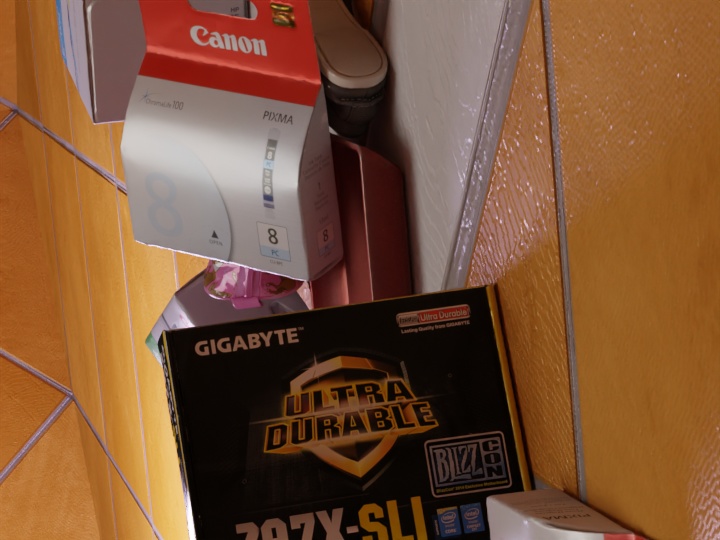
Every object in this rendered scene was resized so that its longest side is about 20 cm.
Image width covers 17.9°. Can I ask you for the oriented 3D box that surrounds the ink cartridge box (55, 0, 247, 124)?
[{"bbox_3d":[-0.191,-0.237,2.063,0.200,0.146,0.147,-123,29,-63],"label":"ink cartridge box"}]

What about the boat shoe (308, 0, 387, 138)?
[{"bbox_3d":[-0.033,-0.171,1.591,0.201,0.066,0.057,-114,25,-43],"label":"boat shoe"}]

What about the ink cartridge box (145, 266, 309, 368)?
[{"bbox_3d":[-0.090,0.071,1.817,0.146,0.084,0.200,53,164,4],"label":"ink cartridge box"}]

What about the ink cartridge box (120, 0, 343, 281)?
[{"bbox_3d":[-0.096,-0.101,1.558,0.159,0.047,0.201,13,124,34],"label":"ink cartridge box"}]

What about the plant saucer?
[{"bbox_3d":[0.000,0.000,1.607,0.200,0.036,0.201,-149,53,-73],"label":"plant saucer"}]

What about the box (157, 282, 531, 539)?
[{"bbox_3d":[-0.008,0.101,1.329,0.049,0.199,0.161,129,133,-75],"label":"box"}]

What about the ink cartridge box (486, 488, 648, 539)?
[{"bbox_3d":[0.119,0.208,1.180,0.200,0.057,0.164,-151,55,-80],"label":"ink cartridge box"}]

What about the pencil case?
[{"bbox_3d":[-0.079,-0.075,1.655,0.083,0.086,0.201,22,124,39],"label":"pencil case"}]
